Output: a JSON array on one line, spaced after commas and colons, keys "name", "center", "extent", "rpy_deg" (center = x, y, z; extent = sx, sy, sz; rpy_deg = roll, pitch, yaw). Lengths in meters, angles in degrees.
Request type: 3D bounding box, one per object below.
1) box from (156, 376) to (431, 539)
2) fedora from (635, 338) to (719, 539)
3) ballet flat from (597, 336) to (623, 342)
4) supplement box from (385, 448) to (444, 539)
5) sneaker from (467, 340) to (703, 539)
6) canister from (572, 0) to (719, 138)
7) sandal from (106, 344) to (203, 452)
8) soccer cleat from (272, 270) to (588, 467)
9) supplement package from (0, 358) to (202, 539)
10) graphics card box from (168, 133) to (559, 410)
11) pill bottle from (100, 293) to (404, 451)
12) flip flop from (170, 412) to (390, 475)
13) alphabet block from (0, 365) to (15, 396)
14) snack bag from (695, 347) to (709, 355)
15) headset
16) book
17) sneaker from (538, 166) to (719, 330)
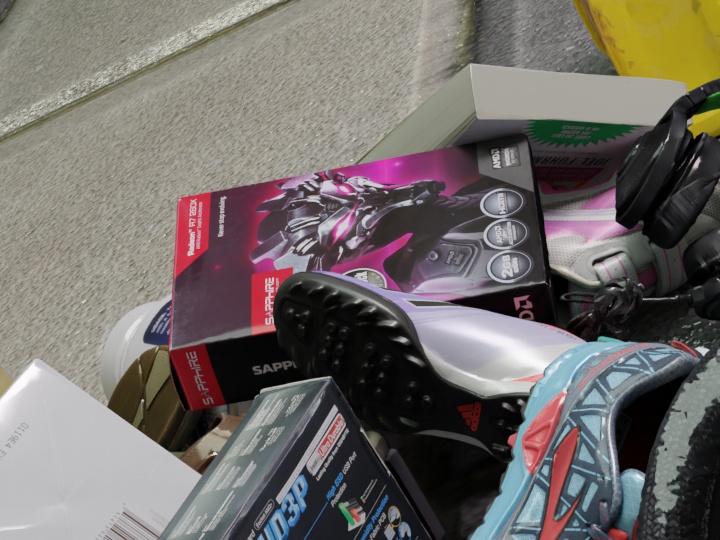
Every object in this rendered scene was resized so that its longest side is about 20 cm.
[{"name": "box", "center": [-0.030, 0.168, 0.927], "extent": [0.046, 0.159, 0.200], "rpy_deg": [-15, 28, 36]}, {"name": "fedora", "center": [0.190, 0.110, 0.838], "extent": [0.200, 0.201, 0.092], "rpy_deg": [-37, -13, -16]}, {"name": "ballet flat", "center": [0.073, 0.061, 1.156], "extent": [0.071, 0.071, 0.200], "rpy_deg": [-41, 26, -25]}, {"name": "supplement box", "center": [-0.051, 0.177, 1.065], "extent": [0.109, 0.061, 0.200], "rpy_deg": [-12, 29, 37]}, {"name": "sneaker", "center": [0.097, 0.115, 0.912], "extent": [0.095, 0.079, 0.201], "rpy_deg": [-15, 52, 56]}, {"name": "canister", "center": [0.185, -0.180, 1.418], "extent": [0.086, 0.149, 0.200], "rpy_deg": [-27, 24, 8]}, {"name": "sandal", "center": [-0.132, 0.124, 1.224], "extent": [0.200, 0.054, 0.080], "rpy_deg": [-54, 44, 28]}, {"name": "soccer cleat", "center": [0.053, 0.046, 1.054], "extent": [0.199, 0.068, 0.073], "rpy_deg": [21, 34, 18]}, {"name": "supplement package", "center": [-0.167, 0.156, 1.065], "extent": [0.114, 0.109, 0.200], "rpy_deg": [-53, -3, -38]}, {"name": "graphics card box", "center": [0.000, 0.000, 1.139], "extent": [0.199, 0.051, 0.126], "rpy_deg": [-9, 41, 7]}, {"name": "pill bottle", "center": [-0.069, 0.064, 1.259], "extent": [0.111, 0.111, 0.200], "rpy_deg": [-41, 25, -25]}, {"name": "flip flop", "center": [-0.075, 0.102, 1.092], "extent": [0.199, 0.058, 0.081], "rpy_deg": [-4, 33, 38]}, {"name": "alphabet block", "center": [-0.327, 0.127, 1.292], "extent": [0.195, 0.196, 0.200], "rpy_deg": [-38, 18, 22]}, {"name": "snack bag", "center": [0.176, 0.105, 0.988], "extent": [0.189, 0.021, 0.200], "rpy_deg": [-44, 29, -28]}, {"name": "headset", "center": [0.182, -0.026, 1.106], "extent": [0.200, 0.124, 0.094], "rpy_deg": [-36, -9, -22]}, {"name": "book", "center": [0.084, -0.063, 1.253], "extent": [0.133, 0.048, 0.200], "rpy_deg": [2, -19, -22]}, {"name": "sneaker", "center": [0.142, -0.007, 1.196], "extent": [0.199, 0.081, 0.088], "rpy_deg": [-11, 50, 15]}]
